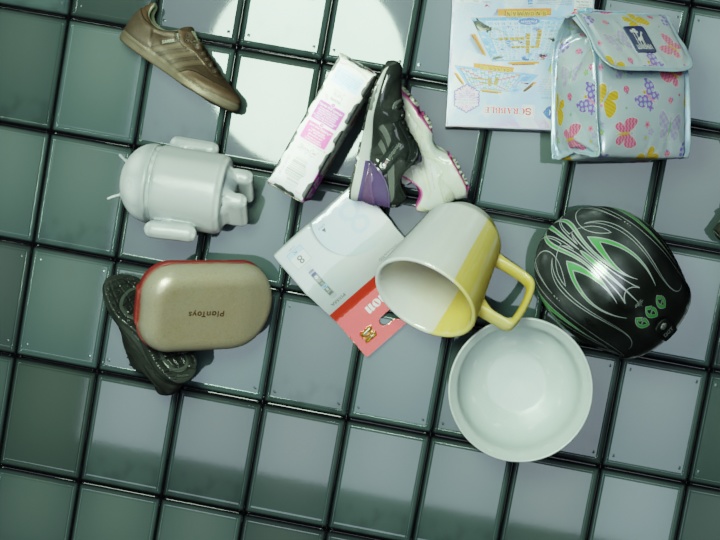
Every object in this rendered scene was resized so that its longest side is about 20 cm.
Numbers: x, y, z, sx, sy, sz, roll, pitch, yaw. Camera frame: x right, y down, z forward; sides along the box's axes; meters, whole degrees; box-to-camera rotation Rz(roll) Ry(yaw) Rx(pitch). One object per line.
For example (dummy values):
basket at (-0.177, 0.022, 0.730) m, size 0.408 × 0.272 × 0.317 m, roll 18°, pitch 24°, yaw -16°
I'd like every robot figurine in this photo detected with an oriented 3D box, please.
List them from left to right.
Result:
robot figurine at (-0.251, -0.115, 1.687) m, size 0.199 × 0.113 × 0.170 m, roll 10°, pitch 57°, yaw 3°

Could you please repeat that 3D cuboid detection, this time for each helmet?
helmet at (0.332, 0.007, 1.632) m, size 0.191 × 0.200 × 0.200 m, roll 41°, pitch 95°, yaw -17°

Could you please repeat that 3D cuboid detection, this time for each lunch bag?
lunch bag at (0.350, -0.248, 1.611) m, size 0.169 × 0.127 × 0.201 m, roll -1°, pitch 91°, yaw -29°

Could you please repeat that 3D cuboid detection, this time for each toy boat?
toy boat at (-0.228, 0.037, 1.695) m, size 0.200 × 0.131 × 0.131 m, roll 0°, pitch 112°, yaw -27°

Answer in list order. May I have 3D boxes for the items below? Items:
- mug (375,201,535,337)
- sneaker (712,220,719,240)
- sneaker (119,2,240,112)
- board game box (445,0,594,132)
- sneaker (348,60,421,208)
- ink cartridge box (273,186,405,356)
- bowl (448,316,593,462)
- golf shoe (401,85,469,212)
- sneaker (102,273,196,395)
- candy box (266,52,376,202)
mug at (0.131, -0.001, 1.654) m, size 0.187 × 0.149 × 0.153 m, roll 47°, pitch 53°, yaw -19°
sneaker at (0.531, -0.103, 1.660) m, size 0.115 × 0.076 × 0.201 m, roll -28°, pitch 94°, yaw 3°
sneaker at (-0.243, -0.302, 1.697) m, size 0.200 × 0.070 × 0.076 m, roll 34°, pitch 94°, yaw 0°
board game box at (0.222, -0.296, 1.683) m, size 0.199 × 0.041 × 0.200 m, roll 3°, pitch 94°, yaw 3°
sneaker at (0.047, -0.184, 1.638) m, size 0.087 × 0.076 × 0.200 m, roll 14°, pitch 109°, yaw 4°
ink cartridge box at (0.000, 0.000, 1.712) m, size 0.160 × 0.047 × 0.200 m, roll -41°, pitch 88°, yaw 4°
bowl at (0.222, 0.162, 1.688) m, size 0.201 × 0.090 × 0.202 m, roll 0°, pitch 93°, yaw 4°
golf shoe at (0.071, -0.173, 1.686) m, size 0.091 × 0.075 × 0.200 m, roll -32°, pitch 90°, yaw 8°
sneaker at (-0.316, 0.096, 1.724) m, size 0.200 × 0.076 × 0.091 m, roll 57°, pitch 140°, yaw 17°
candy box at (-0.049, -0.194, 1.659) m, size 0.061 × 0.136 × 0.200 m, roll 29°, pitch 95°, yaw -1°
